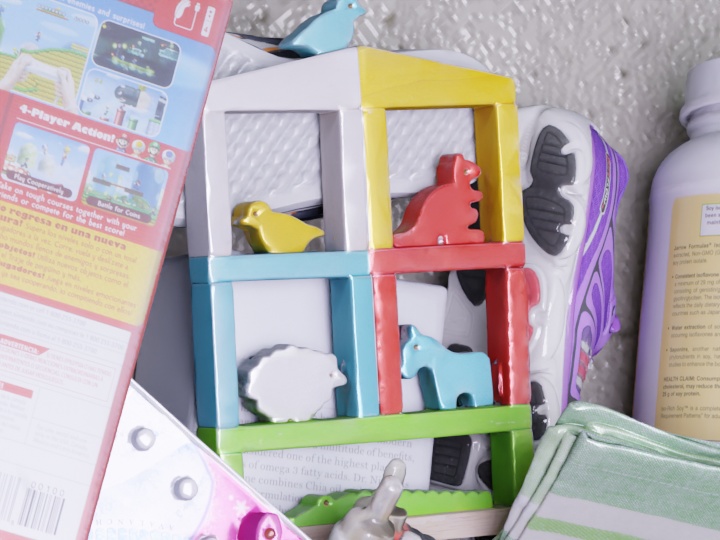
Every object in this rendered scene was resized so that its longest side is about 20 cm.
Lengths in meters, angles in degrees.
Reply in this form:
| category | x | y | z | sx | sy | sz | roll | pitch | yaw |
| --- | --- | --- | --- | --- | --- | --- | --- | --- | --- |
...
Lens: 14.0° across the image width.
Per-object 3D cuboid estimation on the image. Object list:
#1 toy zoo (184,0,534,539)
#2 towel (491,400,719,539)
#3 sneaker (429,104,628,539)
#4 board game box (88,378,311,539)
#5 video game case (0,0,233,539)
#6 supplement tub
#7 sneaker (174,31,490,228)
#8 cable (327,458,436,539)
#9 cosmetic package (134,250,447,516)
| category | x | y | z | sx | sy | sz | roll | pitch | yaw |
| --- | --- | --- | --- | --- | --- | --- | --- | --- | --- |
| toy zoo | 0.000 | 0.000 | 1.074 | 0.130 | 0.020 | 0.201 | -2 | 89 | -26 |
| towel | 0.106 | 0.130 | 1.102 | 0.152 | 0.200 | 0.023 | 15 | 45 | -14 |
| sneaker | 0.070 | 0.038 | 1.158 | 0.083 | 0.080 | 0.201 | 16 | 89 | -52 |
| board game box | -0.136 | 0.106 | 0.931 | 0.200 | 0.026 | 0.200 | 42 | 73 | -9 |
| video game case | -0.130 | -0.018 | 0.925 | 0.142 | 0.017 | 0.201 | 18 | 77 | -16 |
| supplement tub | 0.183 | 0.024 | 1.170 | 0.145 | 0.145 | 0.201 | 9 | 82 | -23 |
| sneaker | -0.049 | -0.053 | 1.106 | 0.199 | 0.079 | 0.079 | 3 | 87 | -28 |
| cable | -0.026 | 0.156 | 1.030 | 0.050 | 0.097 | 0.201 | 30 | 104 | -9 |
| cosmetic package | -0.034 | 0.099 | 1.105 | 0.101 | 0.071 | 0.201 | 9 | 82 | -24 |
